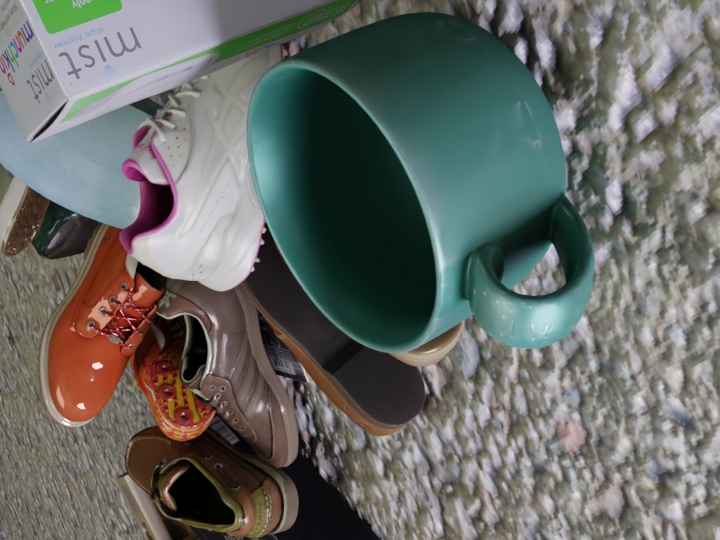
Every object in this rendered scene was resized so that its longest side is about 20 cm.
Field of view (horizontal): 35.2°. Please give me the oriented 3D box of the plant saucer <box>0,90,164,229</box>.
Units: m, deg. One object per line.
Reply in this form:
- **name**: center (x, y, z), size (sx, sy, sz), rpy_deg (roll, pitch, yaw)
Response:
- **plant saucer**: center (-0.184, -0.092, 0.852), size (0.198, 0.039, 0.202), rpy_deg (13, 155, 6)

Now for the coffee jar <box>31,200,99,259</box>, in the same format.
- **coffee jar**: center (-0.298, -0.115, 1.058), size (0.085, 0.104, 0.201), rpy_deg (-45, 74, 36)

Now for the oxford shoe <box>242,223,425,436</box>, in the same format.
- **oxford shoe**: center (-0.036, 0.037, 0.806), size (0.201, 0.071, 0.071), rpy_deg (55, 155, 12)

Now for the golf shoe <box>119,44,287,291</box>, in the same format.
- **golf shoe**: center (-0.100, -0.091, 0.721), size (0.075, 0.091, 0.203), rpy_deg (-1, 82, 58)

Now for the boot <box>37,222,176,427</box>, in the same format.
- **boot**: center (-0.210, 0.039, 0.965), size (0.107, 0.075, 0.202), rpy_deg (3, 73, 55)

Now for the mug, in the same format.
- **mug**: center (0.039, -0.038, 0.576), size (0.186, 0.114, 0.152), rpy_deg (58, 150, 6)

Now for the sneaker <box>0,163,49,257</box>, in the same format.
- **sneaker**: center (-0.292, -0.120, 0.965), size (0.089, 0.202, 0.067), rpy_deg (27, -174, 10)

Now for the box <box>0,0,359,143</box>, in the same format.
- **box**: center (-0.122, -0.192, 0.620), size (0.096, 0.199, 0.178), rpy_deg (-17, 99, 60)

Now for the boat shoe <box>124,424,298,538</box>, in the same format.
- **boat shoe**: center (-0.143, 0.171, 0.947), size (0.198, 0.068, 0.073), rpy_deg (6, 95, 42)

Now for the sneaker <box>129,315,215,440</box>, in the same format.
- **sneaker**: center (-0.169, 0.090, 1.015), size (0.201, 0.072, 0.078), rpy_deg (-117, 40, -54)

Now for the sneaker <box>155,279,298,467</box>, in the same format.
- **sneaker**: center (-0.112, 0.087, 0.927), size (0.070, 0.075, 0.202), rpy_deg (19, 132, 51)

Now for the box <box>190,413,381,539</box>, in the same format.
- **box**: center (-0.075, 0.234, 1.018), size (0.200, 0.078, 0.142), rpy_deg (41, 141, 33)

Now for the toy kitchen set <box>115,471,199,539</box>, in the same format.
- **toy kitchen set**: center (-0.188, 0.289, 1.156), size (0.182, 0.162, 0.200), rpy_deg (63, 150, -1)

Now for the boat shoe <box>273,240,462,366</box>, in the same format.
- **boat shoe**: center (0.000, 0.000, 0.723), size (0.200, 0.071, 0.065), rpy_deg (50, 155, 42)

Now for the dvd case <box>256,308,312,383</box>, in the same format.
- **dvd case**: center (-0.108, -0.009, 0.934), size (0.148, 0.016, 0.202), rpy_deg (6, 119, 58)
